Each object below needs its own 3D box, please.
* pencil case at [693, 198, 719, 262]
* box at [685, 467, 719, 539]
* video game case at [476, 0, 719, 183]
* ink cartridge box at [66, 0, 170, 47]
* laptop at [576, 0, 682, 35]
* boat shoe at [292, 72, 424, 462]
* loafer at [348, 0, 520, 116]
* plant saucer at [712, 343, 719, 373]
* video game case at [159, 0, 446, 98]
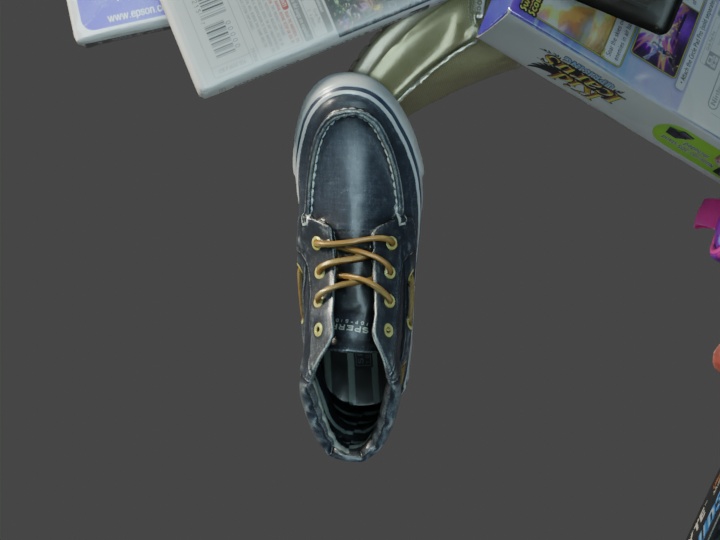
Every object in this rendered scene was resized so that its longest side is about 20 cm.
[{"bbox_3d":[0.291,-0.006,1.480,0.199,0.088,0.089,26,92,-4],"label":"pencil case"},{"bbox_3d":[0.266,0.139,1.418,0.158,0.046,0.201,21,106,-5],"label":"box"},{"bbox_3d":[0.178,-0.167,1.432,0.181,0.045,0.201,30,65,-14],"label":"video game case"},{"bbox_3d":[-0.081,-0.241,1.463,0.197,0.043,0.201,-12,92,-4],"label":"ink cartridge box"},{"bbox_3d":[0.125,-0.246,1.402,0.187,0.116,0.201,24,96,15],"label":"laptop"},{"bbox_3d":[0.000,0.000,1.425,0.070,0.091,0.201,-2,115,5],"label":"boat shoe"},{"bbox_3d":[0.057,-0.129,1.462,0.068,0.076,0.200,43,90,1],"label":"loafer"},{"bbox_3d":[0.327,0.038,1.428,0.199,0.037,0.200,37,105,-10],"label":"plant saucer"},{"bbox_3d":[-0.040,-0.217,1.423,0.181,0.023,0.201,-22,84,-4],"label":"video game case"}]
